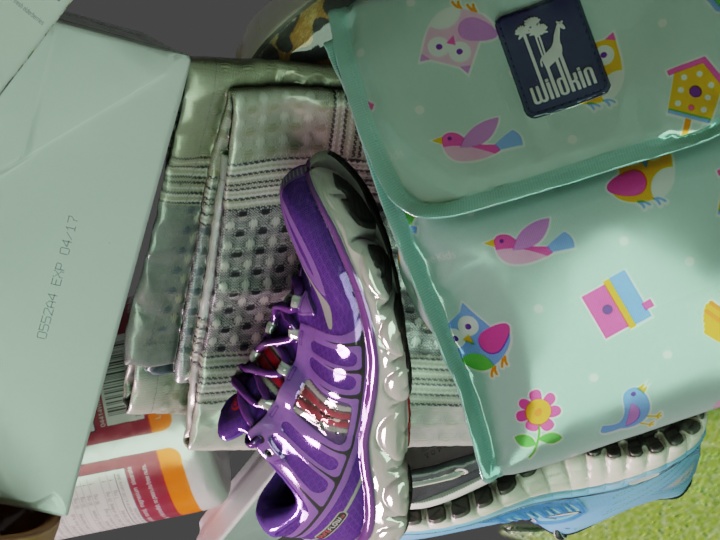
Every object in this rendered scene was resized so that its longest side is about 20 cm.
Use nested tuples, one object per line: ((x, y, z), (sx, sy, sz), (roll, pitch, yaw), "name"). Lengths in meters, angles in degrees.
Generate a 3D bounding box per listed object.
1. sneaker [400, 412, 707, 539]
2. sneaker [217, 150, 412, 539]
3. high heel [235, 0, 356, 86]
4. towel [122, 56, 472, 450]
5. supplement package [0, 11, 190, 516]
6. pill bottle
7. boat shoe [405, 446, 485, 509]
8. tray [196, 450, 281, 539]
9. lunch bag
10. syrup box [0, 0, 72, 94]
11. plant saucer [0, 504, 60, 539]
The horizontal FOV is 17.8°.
((0.086, 0.115, 1.203), (0.199, 0.079, 0.090), (-11, 138, 5), "sneaker")
((-0.021, 0.044, 0.980), (0.083, 0.081, 0.200), (-5, 124, -5), "sneaker")
((0.016, -0.097, 1.003), (0.142, 0.071, 0.200), (0, 124, 0), "high heel")
((0.000, 0.000, 1.015), (0.199, 0.035, 0.193), (4, 124, -14), "towel")
((-0.180, -0.019, 0.971), (0.155, 0.111, 0.201), (14, 97, -18), "supplement package")
((-0.170, 0.080, 1.116), (0.199, 0.110, 0.110), (-11, 132, 2), "pill bottle")
((0.086, 0.056, 1.128), (0.200, 0.076, 0.060), (-34, 160, 5), "boat shoe")
((-0.014, 0.072, 1.144), (0.200, 0.022, 0.107), (-51, 164, 24), "tray")
((0.092, -0.039, 0.927), (0.170, 0.122, 0.200), (-18, 105, 6), "lunch bag")
((-0.125, -0.151, 0.865), (0.081, 0.079, 0.200), (37, 84, -18), "syrup box")
((-0.226, 0.090, 0.965), (0.200, 0.200, 0.032), (15, 96, -19), "plant saucer")
